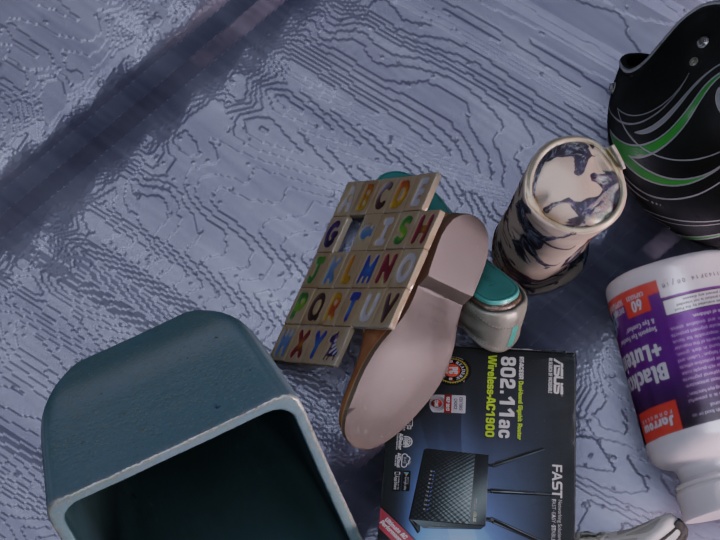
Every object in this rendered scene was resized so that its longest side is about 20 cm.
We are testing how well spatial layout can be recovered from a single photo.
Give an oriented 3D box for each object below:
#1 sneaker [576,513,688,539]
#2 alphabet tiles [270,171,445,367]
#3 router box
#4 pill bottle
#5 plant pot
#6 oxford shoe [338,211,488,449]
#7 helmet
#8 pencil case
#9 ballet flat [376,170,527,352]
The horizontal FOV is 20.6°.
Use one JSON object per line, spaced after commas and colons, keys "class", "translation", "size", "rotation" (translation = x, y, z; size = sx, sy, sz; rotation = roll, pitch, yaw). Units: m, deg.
{"class": "sneaker", "translation": [0.151, 0.217, 1.566], "size": [0.200, 0.076, 0.115], "rotation": [-28, 79, -2]}
{"class": "alphabet tiles", "translation": [0.000, 0.000, 1.574], "size": [0.008, 0.200, 0.167], "rotation": [29, 78, -22]}
{"class": "router box", "translation": [0.093, 0.153, 1.551], "size": [0.150, 0.062, 0.200], "rotation": [3, 50, 3]}
{"class": "pill bottle", "translation": [0.270, 0.094, 1.571], "size": [0.111, 0.111, 0.200], "rotation": [-13, 76, -1]}
{"class": "plant pot", "translation": [-0.133, 0.145, 1.530], "size": [0.196, 0.196, 0.200], "rotation": [-25, 37, -3]}
{"class": "oxford shoe", "translation": [0.031, 0.046, 1.548], "size": [0.071, 0.071, 0.200], "rotation": [12, 72, 50]}
{"class": "helmet", "translation": [0.294, -0.113, 1.580], "size": [0.191, 0.200, 0.200], "rotation": [-40, 73, 38]}
{"class": "pencil case", "translation": [0.157, -0.043, 1.565], "size": [0.089, 0.200, 0.078], "rotation": [-40, 81, -13]}
{"class": "ballet flat", "translation": [0.065, -0.004, 1.623], "size": [0.067, 0.064, 0.200], "rotation": [-20, 45, -24]}
